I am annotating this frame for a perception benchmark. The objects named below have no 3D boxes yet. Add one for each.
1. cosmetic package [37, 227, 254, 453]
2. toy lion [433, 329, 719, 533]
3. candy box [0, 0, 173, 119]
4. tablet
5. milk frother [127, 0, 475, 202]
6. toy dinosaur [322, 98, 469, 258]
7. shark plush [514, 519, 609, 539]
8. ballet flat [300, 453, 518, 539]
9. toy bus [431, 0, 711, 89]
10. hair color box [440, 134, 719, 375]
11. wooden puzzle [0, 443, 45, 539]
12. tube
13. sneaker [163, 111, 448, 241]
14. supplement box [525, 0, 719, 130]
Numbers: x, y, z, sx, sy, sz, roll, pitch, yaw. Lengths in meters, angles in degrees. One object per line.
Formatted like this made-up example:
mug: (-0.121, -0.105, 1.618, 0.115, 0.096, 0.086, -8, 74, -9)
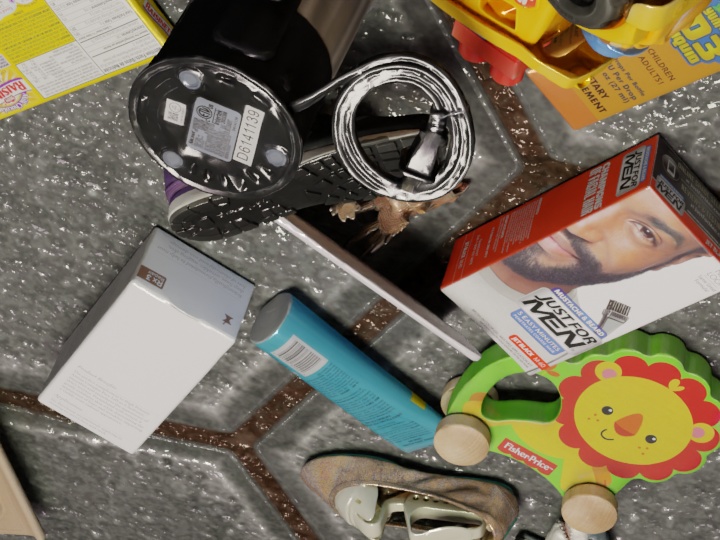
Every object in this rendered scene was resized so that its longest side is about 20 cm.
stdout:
cosmetic package: (-0.181, 0.062, 1.585, 0.102, 0.074, 0.200, 32, 133, -14)
toy lion: (0.186, 0.113, 1.528, 0.200, 0.069, 0.192, 28, 129, -10)
candy box: (-0.240, -0.175, 1.400, 0.200, 0.026, 0.102, -16, 129, 31)
tablet: (0.000, 0.000, 1.443, 0.200, 0.130, 0.014, 35, 91, -17)
milk frother: (-0.016, -0.143, 1.228, 0.200, 0.188, 0.181, 33, 139, -11)
toy dinosaur: (-0.031, -0.075, 1.397, 0.200, 0.086, 0.136, 23, 170, 16)
shark plush: (0.223, 0.290, 1.686, 0.083, 0.091, 0.200, -37, 113, 8)
ballet flat: (0.037, 0.206, 1.659, 0.200, 0.067, 0.068, 5, 135, 14)
toy bus: (0.123, -0.181, 1.163, 0.200, 0.136, 0.192, 36, 146, 22)
hair color box: (0.172, -0.007, 1.404, 0.200, 0.064, 0.111, -29, 119, 36)
wooden puzzle: (-0.406, 0.178, 1.799, 0.200, 0.046, 0.185, 4, 135, 21)
tube: (-0.004, 0.095, 1.578, 0.200, 0.050, 0.077, 40, 150, -25)
sneaker: (-0.042, -0.092, 1.296, 0.200, 0.088, 0.076, -14, 154, 6)
supplement box: (0.208, -0.165, 1.232, 0.200, 0.069, 0.067, -24, 125, 33)
